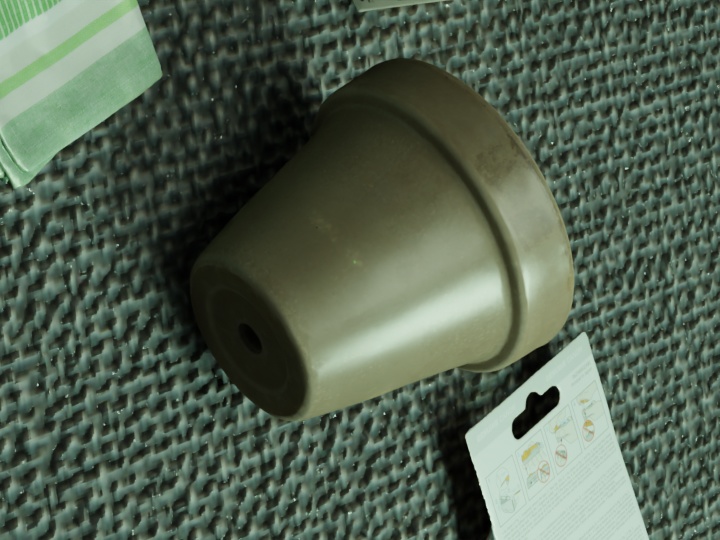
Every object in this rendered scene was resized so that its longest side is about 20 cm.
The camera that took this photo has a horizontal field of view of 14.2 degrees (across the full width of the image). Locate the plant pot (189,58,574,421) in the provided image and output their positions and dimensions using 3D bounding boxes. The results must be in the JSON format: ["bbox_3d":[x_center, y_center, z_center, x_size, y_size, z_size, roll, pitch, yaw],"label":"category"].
[{"bbox_3d":[0.000,0.000,1.706,0.174,0.200,0.201,-33,118,-28],"label":"plant pot"}]

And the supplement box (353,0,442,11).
[{"bbox_3d":[0.094,-0.227,1.793,0.126,0.200,0.074,-43,120,-42],"label":"supplement box"}]

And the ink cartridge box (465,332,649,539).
[{"bbox_3d":[0.127,0.167,1.980,0.162,0.057,0.200,-37,111,-46],"label":"ink cartridge box"}]

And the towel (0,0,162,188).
[{"bbox_3d":[-0.182,-0.165,1.579,0.153,0.023,0.200,-43,123,-45],"label":"towel"}]
